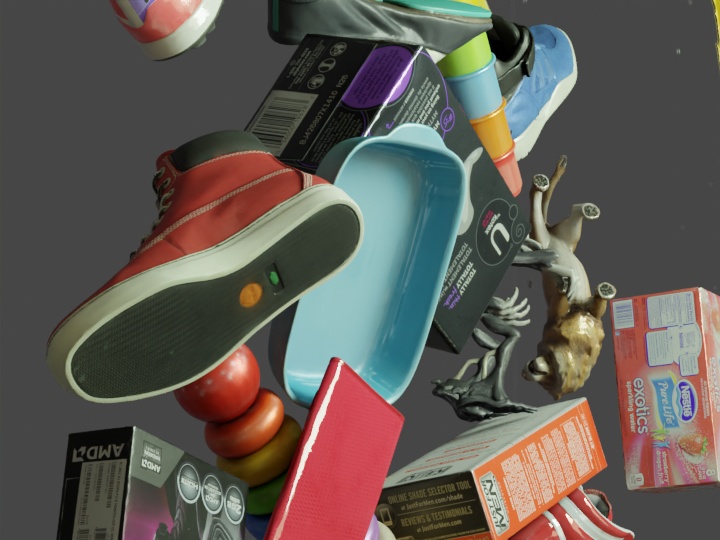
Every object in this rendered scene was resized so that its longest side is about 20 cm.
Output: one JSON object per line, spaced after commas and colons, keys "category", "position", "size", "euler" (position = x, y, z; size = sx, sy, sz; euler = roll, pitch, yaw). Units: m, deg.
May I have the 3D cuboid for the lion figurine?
{"category": "lion figurine", "position": [0.183, 0.008, 1.568], "size": [0.123, 0.072, 0.201], "euler": [101, -9, -59]}

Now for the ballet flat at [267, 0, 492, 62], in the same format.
{"category": "ballet flat", "position": [0.012, -0.176, 1.263], "size": [0.199, 0.073, 0.073], "euler": [4, 77, -40]}

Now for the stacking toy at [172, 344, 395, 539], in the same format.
{"category": "stacking toy", "position": [-0.054, 0.125, 1.076], "size": [0.200, 0.085, 0.085], "euler": [60, 33, -26]}

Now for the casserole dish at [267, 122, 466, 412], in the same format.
{"category": "casserole dish", "position": [0.000, 0.000, 1.092], "size": [0.121, 0.039, 0.201], "euler": [7, 102, -44]}

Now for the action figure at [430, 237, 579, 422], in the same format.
{"category": "action figure", "position": [0.111, 0.019, 1.384], "size": [0.102, 0.119, 0.201], "euler": [8, 75, -16]}

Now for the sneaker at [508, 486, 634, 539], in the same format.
{"category": "sneaker", "position": [0.170, 0.246, 1.396], "size": [0.112, 0.071, 0.200], "euler": [-40, 144, -12]}

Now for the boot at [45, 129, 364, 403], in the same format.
{"category": "boot", "position": [-0.116, -0.009, 1.009], "size": [0.200, 0.144, 0.073], "euler": [-32, 132, -22]}

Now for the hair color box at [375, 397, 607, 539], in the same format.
{"category": "hair color box", "position": [0.098, 0.157, 1.302], "size": [0.200, 0.101, 0.061], "euler": [-19, 92, -56]}

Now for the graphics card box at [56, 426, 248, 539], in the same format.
{"category": "graphics card box", "position": [-0.119, 0.199, 0.952], "size": [0.125, 0.051, 0.201], "euler": [38, 48, -53]}

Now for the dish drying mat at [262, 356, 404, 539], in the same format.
{"category": "dish drying mat", "position": [-0.026, 0.155, 1.038], "size": [0.077, 0.018, 0.201], "euler": [44, 51, -33]}

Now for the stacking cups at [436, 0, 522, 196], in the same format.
{"category": "stacking cups", "position": [0.084, -0.148, 1.390], "size": [0.061, 0.060, 0.201], "euler": [-58, 140, -52]}

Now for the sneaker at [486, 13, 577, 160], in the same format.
{"category": "sneaker", "position": [0.138, -0.194, 1.539], "size": [0.200, 0.076, 0.112], "euler": [-58, 141, -44]}

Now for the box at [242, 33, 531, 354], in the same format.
{"category": "box", "position": [0.017, -0.053, 1.199], "size": [0.122, 0.106, 0.200], "euler": [-58, 136, -23]}

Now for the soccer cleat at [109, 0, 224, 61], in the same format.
{"category": "soccer cleat", "position": [-0.110, -0.225, 1.089], "size": [0.073, 0.068, 0.201], "euler": [50, 42, -38]}

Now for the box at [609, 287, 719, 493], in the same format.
{"category": "box", "position": [0.328, 0.126, 1.779], "size": [0.095, 0.102, 0.201], "euler": [16, 66, -60]}
